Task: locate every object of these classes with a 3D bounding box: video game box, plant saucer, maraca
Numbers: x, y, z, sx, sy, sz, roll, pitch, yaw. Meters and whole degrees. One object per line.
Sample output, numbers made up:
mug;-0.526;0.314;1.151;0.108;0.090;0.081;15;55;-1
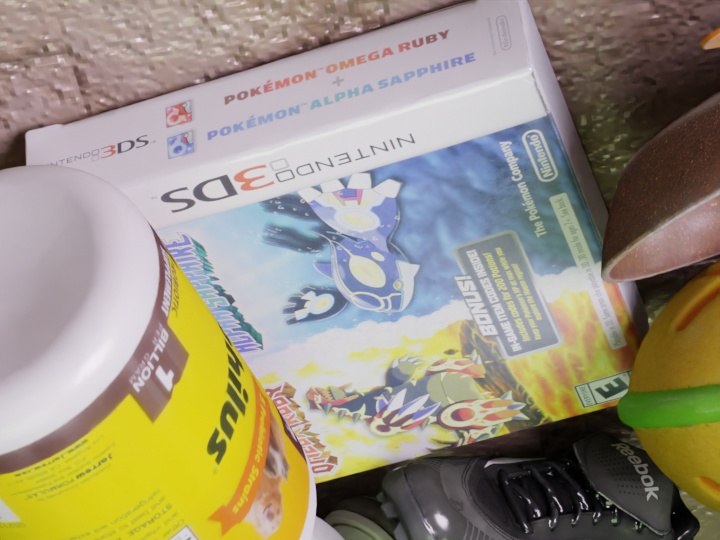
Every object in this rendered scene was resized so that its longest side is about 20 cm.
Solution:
video game box;0.000;0.000;0.796;0.182;0.047;0.200;-14;140;13
plant saucer;0.164;-0.052;0.704;0.200;0.035;0.200;-24;171;-4
maraca;0.175;0.040;0.807;0.137;0.107;0.200;-7;178;31

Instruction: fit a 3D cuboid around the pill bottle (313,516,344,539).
pill bottle;-0.057;0.185;0.946;0.112;0.112;0.200;3;145;-12

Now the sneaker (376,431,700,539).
sneaker;0.081;0.099;0.900;0.090;0.067;0.200;-36;150;17

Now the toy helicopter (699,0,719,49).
toy helicopter;0.133;-0.117;0.612;0.200;0.132;0.079;1;161;-28

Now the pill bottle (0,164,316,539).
pill bottle;-0.084;0.062;0.742;0.109;0.109;0.200;-17;140;12

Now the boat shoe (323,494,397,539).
boat shoe;0.034;0.149;0.984;0.067;0.057;0.200;15;148;33
